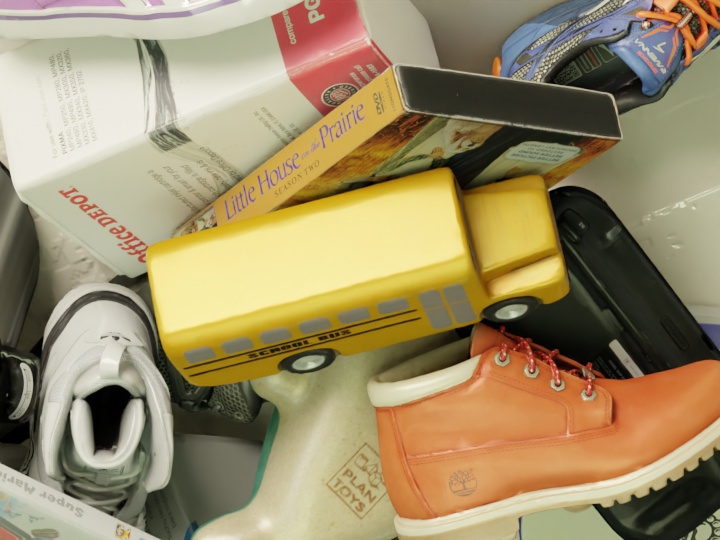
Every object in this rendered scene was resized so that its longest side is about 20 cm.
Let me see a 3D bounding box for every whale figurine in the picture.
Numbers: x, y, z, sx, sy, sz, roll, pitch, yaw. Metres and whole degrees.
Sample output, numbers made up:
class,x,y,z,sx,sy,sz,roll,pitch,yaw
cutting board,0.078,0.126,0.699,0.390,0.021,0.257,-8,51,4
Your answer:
class,x,y,z,sx,sy,sz,roll,pitch,yaw
whale figurine,-0.010,0.098,1.568,0.159,0.104,0.200,45,79,-20

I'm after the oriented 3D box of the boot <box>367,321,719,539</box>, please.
class,x,y,z,sx,sy,sz,roll,pitch,yaw
boot,0.102,0.069,1.495,0.200,0.075,0.107,-18,99,-1

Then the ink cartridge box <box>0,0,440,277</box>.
class,x,y,z,sx,sy,sz,roll,pitch,yaw
ink cartridge box,-0.069,-0.086,1.510,0.200,0.084,0.145,-22,155,13

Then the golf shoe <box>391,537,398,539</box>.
class,x,y,z,sx,sy,sz,roll,pitch,yaw
golf shoe,0.000,0.125,1.657,0.078,0.095,0.200,-4,117,6

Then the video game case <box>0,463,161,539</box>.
class,x,y,z,sx,sy,sz,roll,pitch,yaw
video game case,-0.200,0.146,1.518,0.200,0.018,0.143,28,137,-22

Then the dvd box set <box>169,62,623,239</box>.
class,x,y,z,sx,sy,sz,roll,pitch,yaw
dvd box set,0.016,-0.042,1.500,0.146,0.029,0.200,6,153,-39

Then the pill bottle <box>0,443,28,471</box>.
class,x,y,z,sx,sy,sz,roll,pitch,yaw
pill bottle,-0.276,0.154,1.659,0.200,0.113,0.113,-2,120,22

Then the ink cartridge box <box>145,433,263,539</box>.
class,x,y,z,sx,sy,sz,roll,pitch,yaw
ink cartridge box,-0.110,0.211,1.657,0.085,0.145,0.200,7,134,-36

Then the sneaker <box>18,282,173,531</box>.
class,x,y,z,sx,sy,sz,roll,pitch,yaw
sneaker,-0.143,0.114,1.545,0.075,0.115,0.200,5,103,-9

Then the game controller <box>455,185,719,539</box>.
class,x,y,z,sx,sy,sz,roll,pitch,yaw
game controller,0.133,0.054,1.549,0.104,0.042,0.200,-37,106,7

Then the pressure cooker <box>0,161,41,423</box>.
class,x,y,z,sx,sy,sz,roll,pitch,yaw
pressure cooker,-0.264,0.027,1.552,0.176,0.200,0.179,-27,115,20

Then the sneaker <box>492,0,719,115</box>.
class,x,y,z,sx,sy,sz,roll,pitch,yaw
sneaker,0.158,-0.125,1.519,0.200,0.078,0.075,-37,112,20

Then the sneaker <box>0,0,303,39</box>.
class,x,y,z,sx,sy,sz,roll,pitch,yaw
sneaker,-0.109,-0.173,1.401,0.200,0.073,0.114,-3,120,16

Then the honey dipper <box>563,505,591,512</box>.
class,x,y,z,sx,sy,sz,roll,pitch,yaw
honey dipper,0.090,0.034,1.583,0.038,0.038,0.200,-20,88,13

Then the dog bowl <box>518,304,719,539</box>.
class,x,y,z,sx,sy,sz,roll,pitch,yaw
dog bowl,0.187,0.124,1.656,0.200,0.079,0.200,1,119,2

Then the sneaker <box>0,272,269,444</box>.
class,x,y,z,sx,sy,sz,roll,pitch,yaw
sneaker,-0.115,0.058,1.634,0.199,0.076,0.114,-36,106,14

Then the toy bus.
class,x,y,z,sx,sy,sz,roll,pitch,yaw
toy bus,0.000,0.000,1.465,0.200,0.065,0.078,-15,157,7
